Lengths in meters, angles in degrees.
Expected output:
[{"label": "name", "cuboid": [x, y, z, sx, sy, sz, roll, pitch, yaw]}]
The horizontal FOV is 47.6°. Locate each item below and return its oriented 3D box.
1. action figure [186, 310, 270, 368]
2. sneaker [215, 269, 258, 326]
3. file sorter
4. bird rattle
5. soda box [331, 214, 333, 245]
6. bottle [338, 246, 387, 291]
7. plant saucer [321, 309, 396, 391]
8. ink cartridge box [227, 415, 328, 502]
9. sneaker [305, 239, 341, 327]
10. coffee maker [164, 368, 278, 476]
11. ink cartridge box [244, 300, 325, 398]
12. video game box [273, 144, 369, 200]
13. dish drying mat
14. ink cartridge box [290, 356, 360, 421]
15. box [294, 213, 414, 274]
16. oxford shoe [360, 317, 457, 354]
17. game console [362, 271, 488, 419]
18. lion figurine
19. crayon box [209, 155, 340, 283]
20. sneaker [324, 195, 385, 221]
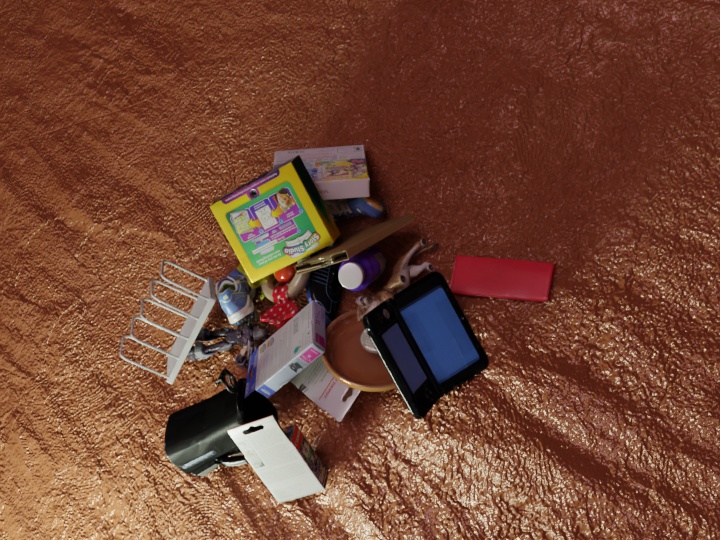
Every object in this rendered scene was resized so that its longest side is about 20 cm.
[{"label": "action figure", "cuboid": [-0.278, 0.144, 1.744, 0.196, 0.069, 0.133, -10, 61, 21]}, {"label": "sneaker", "cuboid": [-0.264, 0.037, 1.726, 0.075, 0.078, 0.201, -31, 24, 3]}, {"label": "file sorter", "cuboid": [-0.401, 0.100, 1.697, 0.203, 0.123, 0.139, -60, 20, 9]}, {"label": "bird rattle", "cuboid": [-0.164, 0.019, 1.659, 0.164, 0.112, 0.200, -54, 36, 10]}, {"label": "soda box", "cuboid": [-0.127, -0.110, 1.700, 0.199, 0.067, 0.065, 37, 130, 55]}, {"label": "bottle", "cuboid": [0.000, 0.000, 1.563, 0.083, 0.200, 0.066, -39, 88, 11]}, {"label": "plant saucer", "cuboid": [0.022, 0.154, 1.536, 0.195, 0.038, 0.202, 1, 42, -1]}, {"label": "ink cartridge box", "cuboid": [-0.153, 0.341, 1.527, 0.107, 0.202, 0.051, -20, 27, 20]}, {"label": "sneaker", "cuboid": [-0.067, 0.013, 1.671, 0.077, 0.070, 0.204, -26, 60, 26]}, {"label": "coffee maker", "cuboid": [-0.290, 0.301, 1.622, 0.197, 0.135, 0.194, -26, 105, 17]}, {"label": "ink cartridge box", "cuboid": [-0.145, 0.160, 1.570, 0.199, 0.042, 0.121, -38, 31, 24]}, {"label": "video game box", "cuboid": [-0.082, -0.200, 1.674, 0.195, 0.048, 0.183, -4, 28, 0]}, {"label": "dish drying mat", "cuboid": [0.262, 0.015, 1.521, 0.196, 0.018, 0.078, 5, 74, 31]}, {"label": "ink cartridge box", "cuboid": [-0.063, 0.201, 1.600, 0.199, 0.068, 0.117, 35, 90, 34]}, {"label": "box", "cuboid": [-0.011, -0.052, 1.575, 0.162, 0.198, 0.022, -16, 100, 48]}, {"label": "oxford shoe", "cuboid": [0.095, 0.110, 1.524, 0.196, 0.058, 0.076, -21, 72, -5]}, {"label": "game console", "cuboid": [0.117, 0.127, 1.434, 0.115, 0.175, 0.203, -30, 89, 24]}, {"label": "lion figurine", "cuboid": [0.073, 0.024, 1.576, 0.073, 0.200, 0.122, 49, 138, -6]}, {"label": "crayon box", "cuboid": [-0.165, -0.097, 1.577, 0.197, 0.058, 0.175, -24, 104, 20]}, {"label": "sneaker", "cuboid": [-0.029, -0.133, 1.711, 0.198, 0.075, 0.090, 28, 94, 42]}]
